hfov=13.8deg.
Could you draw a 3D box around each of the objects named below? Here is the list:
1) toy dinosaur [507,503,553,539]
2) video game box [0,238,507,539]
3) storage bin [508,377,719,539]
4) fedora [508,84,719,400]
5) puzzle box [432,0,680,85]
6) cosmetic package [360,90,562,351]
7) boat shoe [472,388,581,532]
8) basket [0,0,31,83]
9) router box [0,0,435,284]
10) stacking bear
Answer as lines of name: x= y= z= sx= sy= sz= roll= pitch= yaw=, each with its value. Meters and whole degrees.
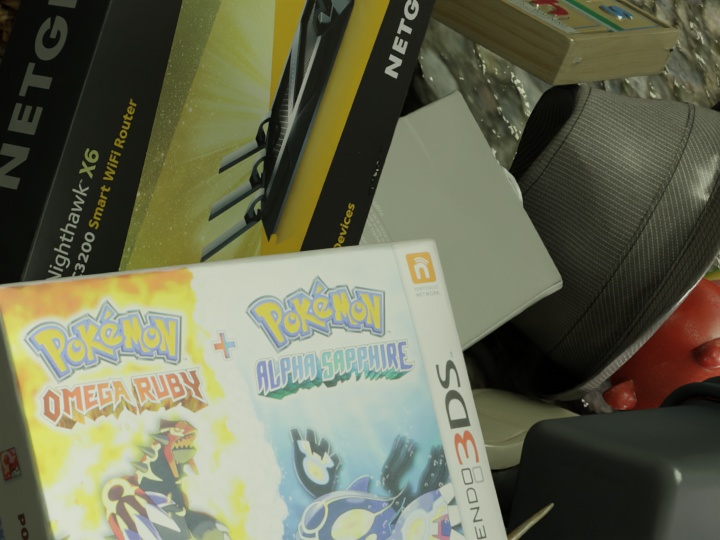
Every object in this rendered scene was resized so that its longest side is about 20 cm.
toy dinosaur: x=-0.010 y=0.122 z=1.135 sx=0.200 sy=0.101 sz=0.058 roll=9 pitch=63 yaw=-50
video game box: x=-0.037 y=0.087 z=1.026 sx=0.200 sy=0.047 sz=0.183 roll=-7 pitch=78 yaw=-41
storage bin: x=0.120 y=0.145 z=1.259 sx=0.134 sy=0.145 sz=0.201 roll=6 pitch=97 yaw=-46
fedora: x=0.110 y=-0.031 z=1.412 sx=0.090 sy=0.200 sz=0.177 roll=31 pitch=68 yaw=-5
puzzle box: x=0.045 y=-0.148 z=1.433 sx=0.200 sy=0.025 sz=0.133 roll=32 pitch=19 yaw=21
cosmetic package: x=0.000 y=0.000 z=1.285 sx=0.107 sy=0.090 sz=0.200 roll=62 pitch=25 yaw=1
boat shoe: x=0.066 y=0.095 z=1.360 sx=0.200 sy=0.073 sz=0.063 roll=1 pitch=107 yaw=-64
basket: x=-0.110 y=-0.129 z=1.181 sx=0.200 sy=0.143 sz=0.149 roll=3 pitch=96 yaw=-46
router box: x=-0.057 y=-0.067 z=1.107 sx=0.157 sy=0.052 sz=0.201 roll=22 pitch=83 yaw=-46
stacking bear: x=0.190 y=0.044 z=1.514 sx=0.200 sy=0.121 sz=0.114 roll=2 pitch=70 yaw=-60
